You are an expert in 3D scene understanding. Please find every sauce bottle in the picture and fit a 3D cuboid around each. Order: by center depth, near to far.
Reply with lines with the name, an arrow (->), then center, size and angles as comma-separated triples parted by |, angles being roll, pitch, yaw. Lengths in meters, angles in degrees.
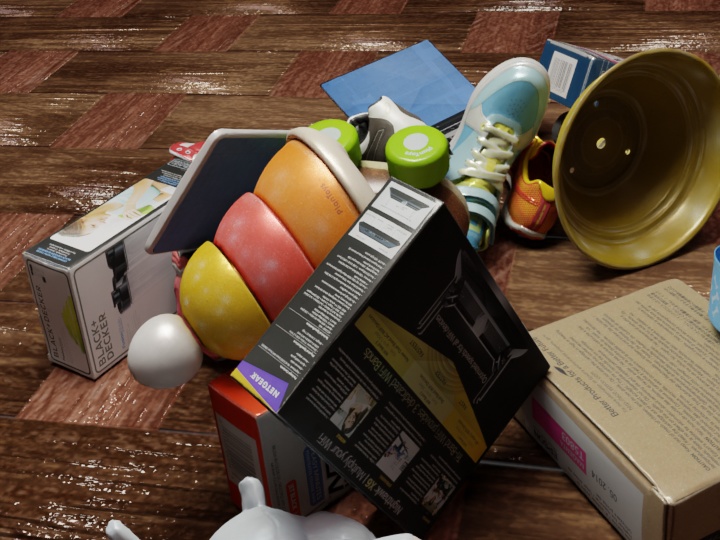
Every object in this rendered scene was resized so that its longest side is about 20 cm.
sauce bottle -> 0.279, -0.117, 1.115 | 0.065, 0.067, 0.199 | -22, 32, -24

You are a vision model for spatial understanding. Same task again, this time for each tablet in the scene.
tablet -> -0.097, -0.073, 0.937 | 0.014, 0.131, 0.199 | 45, 26, 19

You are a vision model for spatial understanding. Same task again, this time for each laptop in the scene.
laptop -> 0.092, -0.216, 1.243 | 0.186, 0.118, 0.199 | -29, 11, -32

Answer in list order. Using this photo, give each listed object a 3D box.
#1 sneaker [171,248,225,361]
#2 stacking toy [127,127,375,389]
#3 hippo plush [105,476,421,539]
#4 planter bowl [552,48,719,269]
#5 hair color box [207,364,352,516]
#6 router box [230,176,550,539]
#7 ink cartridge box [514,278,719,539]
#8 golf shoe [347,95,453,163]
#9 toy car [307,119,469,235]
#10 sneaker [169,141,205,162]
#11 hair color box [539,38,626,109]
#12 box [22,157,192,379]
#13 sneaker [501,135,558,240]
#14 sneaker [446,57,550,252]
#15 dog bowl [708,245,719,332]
sneaker -> -0.101, 0.042, 0.903 | 0.073, 0.088, 0.199 | -1, 17, -34
stacking toy -> -0.076, 0.009, 0.727 | 0.198, 0.147, 0.146 | -33, 37, -11
hippo plush -> -0.047, 0.212, 0.607 | 0.196, 0.163, 0.161 | 5, -1, -9
planter bowl -> 0.244, -0.110, 0.986 | 0.197, 0.204, 0.083 | -17, 25, -18
hair color box -> -0.008, 0.092, 0.782 | 0.199, 0.113, 0.063 | -30, 38, -33
router box -> 0.030, 0.065, 0.687 | 0.052, 0.200, 0.158 | 29, 75, 43
ink cartridge box -> 0.222, 0.102, 0.759 | 0.162, 0.076, 0.200 | -18, 34, -16
golf shoe -> 0.020, -0.111, 1.039 | 0.078, 0.095, 0.200 | -43, 1, -24
toy car -> 0.000, 0.000, 0.900 | 0.155, 0.166, 0.202 | 6, 46, 19
sneaker -> -0.152, -0.091, 1.137 | 0.110, 0.072, 0.201 | -5, 24, -6
hair color box -> 0.299, -0.196, 1.161 | 0.197, 0.061, 0.100 | 8, 20, -25
box -> -0.205, -0.006, 0.972 | 0.059, 0.118, 0.200 | 17, 37, 29
sneaker -> 0.181, -0.110, 1.093 | 0.072, 0.078, 0.201 | 19, 33, -16
sneaker -> 0.121, -0.094, 1.008 | 0.078, 0.201, 0.132 | 21, 38, -12
dog bowl -> 0.336, 0.022, 0.786 | 0.198, 0.050, 0.111 | -8, 31, -38
